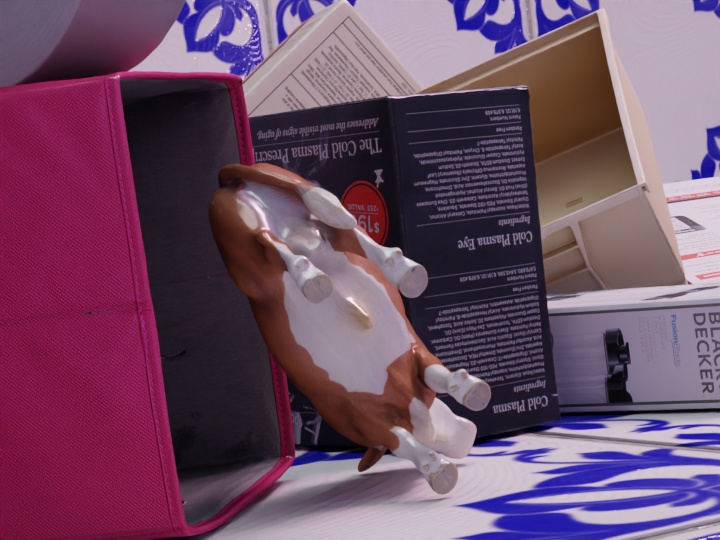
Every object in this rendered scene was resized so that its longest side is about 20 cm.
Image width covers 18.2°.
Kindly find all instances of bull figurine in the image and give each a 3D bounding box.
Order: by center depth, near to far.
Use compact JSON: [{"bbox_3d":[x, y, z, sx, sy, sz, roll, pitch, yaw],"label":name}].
[{"bbox_3d":[0.001,0.034,1.023,0.065,0.200,0.121,-45,30,-13],"label":"bull figurine"}]

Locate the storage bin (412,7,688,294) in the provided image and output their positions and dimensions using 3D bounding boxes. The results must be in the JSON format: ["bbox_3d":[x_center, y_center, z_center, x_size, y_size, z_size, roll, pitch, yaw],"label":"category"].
[{"bbox_3d":[0.096,-0.044,1.454,0.197,0.094,0.201,-23,36,14],"label":"storage bin"}]

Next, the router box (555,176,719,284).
[{"bbox_3d":[0.256,-0.006,1.502,0.199,0.049,0.179,-8,26,-29],"label":"router box"}]

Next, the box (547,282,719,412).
[{"bbox_3d":[0.153,0.043,1.270,0.199,0.061,0.116,-5,3,36],"label":"box"}]

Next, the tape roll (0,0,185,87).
[{"bbox_3d":[-0.158,-0.183,1.037,0.199,0.202,0.066,-4,3,45],"label":"tape roll"}]

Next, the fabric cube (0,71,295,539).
[{"bbox_3d":[-0.158,0.020,1.031,0.198,0.202,0.196,-8,3,12],"label":"fabric cube"}]

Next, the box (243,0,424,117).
[{"bbox_3d":[-0.052,-0.074,1.598,0.200,0.128,0.109,-46,11,-18],"label":"box"}]

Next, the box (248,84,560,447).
[{"bbox_3d":[0.000,0.000,1.238,0.104,0.184,0.199,-9,3,-39],"label":"box"}]
